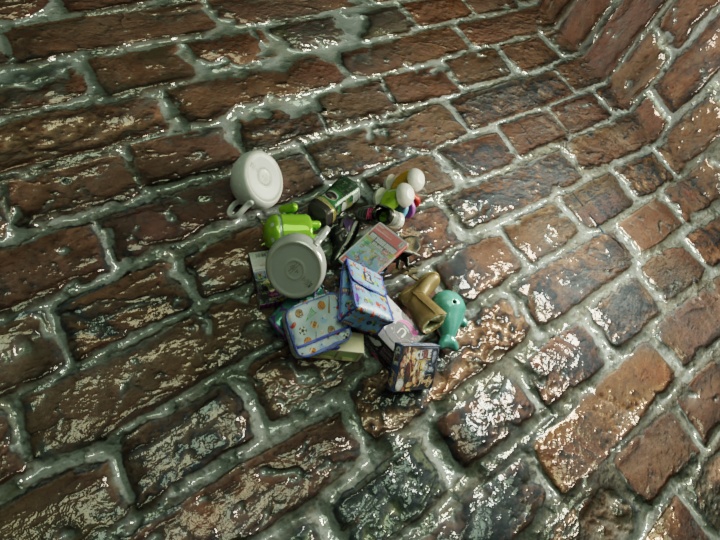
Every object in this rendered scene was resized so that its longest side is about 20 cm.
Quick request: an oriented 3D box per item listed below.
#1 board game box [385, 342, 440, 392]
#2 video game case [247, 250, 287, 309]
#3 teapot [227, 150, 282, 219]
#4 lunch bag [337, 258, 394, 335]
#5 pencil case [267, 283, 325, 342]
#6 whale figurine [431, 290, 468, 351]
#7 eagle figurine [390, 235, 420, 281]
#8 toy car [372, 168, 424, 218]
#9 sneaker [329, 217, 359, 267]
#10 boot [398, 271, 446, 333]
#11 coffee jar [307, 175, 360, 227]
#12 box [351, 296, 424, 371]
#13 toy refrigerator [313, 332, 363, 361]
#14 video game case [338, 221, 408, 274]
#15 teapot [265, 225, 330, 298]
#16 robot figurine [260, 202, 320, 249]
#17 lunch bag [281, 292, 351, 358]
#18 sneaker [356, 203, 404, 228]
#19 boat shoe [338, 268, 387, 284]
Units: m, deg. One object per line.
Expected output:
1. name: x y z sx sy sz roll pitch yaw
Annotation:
1. board game box: 0.162 0.289 1.595 0.196 0.034 0.141 8 94 -48
2. video game case: -0.249 0.018 1.693 0.193 0.036 0.187 -9 66 -24
3. teapot: -0.363 -0.287 1.754 0.197 0.142 0.205 -20 99 -52
4. lunch bag: 0.009 0.066 1.578 0.147 0.094 0.206 22 46 -33
5. pencil case: -0.187 0.118 1.610 0.092 0.086 0.199 42 69 16
6. whale figurine: 0.295 0.161 1.765 0.153 0.105 0.207 12 58 -13
7. eagle figurine: 0.134 -0.072 1.821 0.145 0.153 0.206 -14 57 14
8. toy car: 0.153 -0.267 1.940 0.152 0.171 0.202 56 51 -27
9. sneaker: -0.076 -0.098 1.810 0.085 0.077 0.203 19 52 10
10. boot: 0.228 0.103 1.719 0.173 0.067 0.200 -36 31 -4
11. coffee jar: -0.094 -0.241 1.858 0.103 0.087 0.199 33 55 20
12. box: 0.084 0.191 1.667 0.200 0.115 0.131 46 58 9
13. toy refrigerator: -0.091 0.229 1.609 0.192 0.076 0.072 8 59 -16
14. video game case: 0.042 -0.058 1.723 0.199 0.018 0.142 -42 58 -17
15. teapot: -0.184 -0.028 1.568 0.191 0.206 0.147 0 18 2
16. robot figurine: -0.224 -0.119 1.690 0.192 0.115 0.183 -1 86 -20
17. lunch bag: -0.122 0.163 1.536 0.194 0.075 0.166 -18 82 -25
18. sneaker: 0.057 -0.196 1.840 0.195 0.087 0.076 15 83 36
19. boat shoe: 0.000 0.000 1.772 0.196 0.083 0.071 -18 85 -42
